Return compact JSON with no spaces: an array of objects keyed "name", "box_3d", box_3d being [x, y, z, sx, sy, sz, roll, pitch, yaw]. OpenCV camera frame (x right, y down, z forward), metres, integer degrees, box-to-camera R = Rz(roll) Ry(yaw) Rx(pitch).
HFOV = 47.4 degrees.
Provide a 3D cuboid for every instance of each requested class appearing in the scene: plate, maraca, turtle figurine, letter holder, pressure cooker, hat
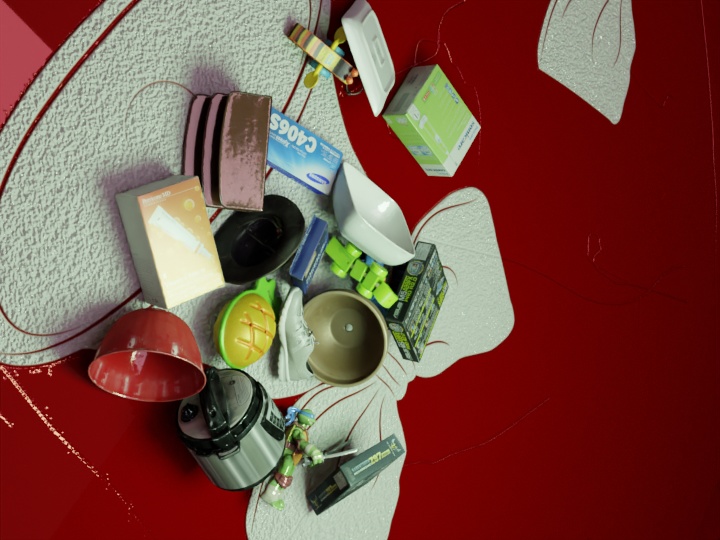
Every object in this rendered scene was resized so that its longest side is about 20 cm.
[{"name":"plate","box_3d":[0.025,-0.440,1.664,0.201,0.032,0.203,-69,142,-58]},{"name":"maraca","box_3d":[-0.209,0.098,1.568,0.201,0.105,0.140,-54,140,-43]},{"name":"turtle figurine","box_3d":[-0.107,0.398,1.663,0.199,0.143,0.196,36,81,-25]},{"name":"letter holder","box_3d":[-0.243,-0.214,1.473,0.139,0.100,0.206,5,91,-19]},{"name":"pressure cooker","box_3d":[-0.242,0.282,1.498,0.180,0.173,0.202,-56,139,-34]},{"name":"hat","box_3d":[-0.184,-0.040,1.539,0.202,0.198,0.081,-54,147,-20]}]

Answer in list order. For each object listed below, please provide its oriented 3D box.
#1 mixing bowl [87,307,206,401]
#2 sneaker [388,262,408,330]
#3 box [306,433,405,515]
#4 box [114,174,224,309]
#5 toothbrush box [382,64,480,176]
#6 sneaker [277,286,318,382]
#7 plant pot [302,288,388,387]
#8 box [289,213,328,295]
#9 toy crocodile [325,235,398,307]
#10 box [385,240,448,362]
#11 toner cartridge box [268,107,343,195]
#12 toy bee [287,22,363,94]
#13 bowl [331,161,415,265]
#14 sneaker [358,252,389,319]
[{"name":"mixing bowl","box_3d":[-0.360,0.135,1.410,0.198,0.198,0.111,27,48,-38]},{"name":"sneaker","box_3d":[0.081,0.036,1.808,0.201,0.076,0.150,-29,125,-44]},{"name":"box","box_3d":[-0.012,0.430,1.725,0.156,0.201,0.052,-23,71,-36]},{"name":"box","box_3d":[-0.333,-0.053,1.444,0.123,0.096,0.205,-24,111,-35]},{"name":"toothbrush box","box_3d":[0.161,-0.331,1.827,0.200,0.085,0.147,44,68,-34]},{"name":"sneaker","box_3d":[-0.121,0.127,1.640,0.080,0.075,0.205,4,113,2]},{"name":"plant pot","box_3d":[-0.033,0.130,1.697,0.093,0.196,0.206,-49,135,-71]},{"name":"box","box_3d":[-0.099,-0.028,1.598,0.032,0.200,0.123,23,79,4]},{"name":"toy crocodile","box_3d":[0.000,0.000,1.677,0.068,0.199,0.061,-56,151,9]},{"name":"box","box_3d":[0.124,0.067,1.744,0.203,0.043,0.161,-66,151,-27]},{"name":"toner cartridge box","box_3d":[-0.129,-0.235,1.625,0.198,0.043,0.097,27,81,-39]},{"name":"toy bee","box_3d":[-0.047,-0.414,1.615,0.196,0.109,0.134,8,110,-29]},{"name":"bowl","box_3d":[0.016,-0.105,1.693,0.074,0.202,0.198,-40,127,21]},{"name":"sneaker","box_3d":[0.017,0.026,1.735,0.077,0.065,0.205,12,62,-46]}]
